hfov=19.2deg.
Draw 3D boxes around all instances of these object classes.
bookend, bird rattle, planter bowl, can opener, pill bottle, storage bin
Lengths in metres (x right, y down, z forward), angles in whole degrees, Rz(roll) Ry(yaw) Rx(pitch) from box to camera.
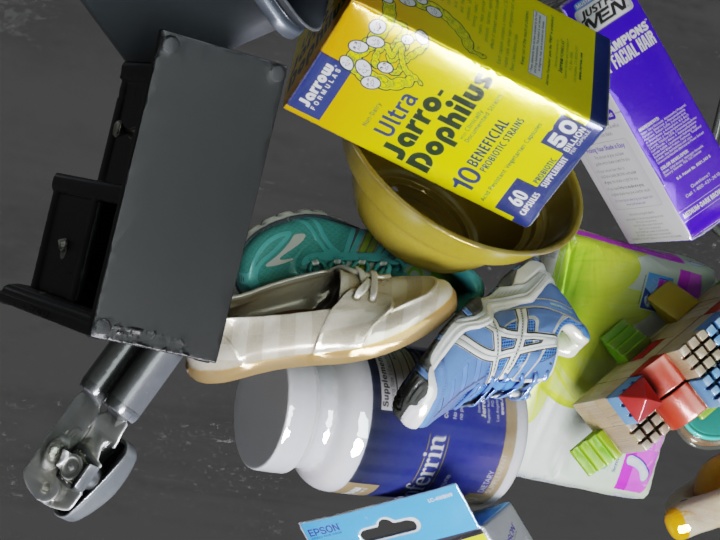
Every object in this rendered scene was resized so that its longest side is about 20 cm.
[{"bbox_3d":[-0.151,-0.055,1.436,0.092,0.199,0.201,14,90,-27],"label":"bookend"},{"bbox_3d":[0.323,0.163,1.735,0.163,0.200,0.113,-22,101,20],"label":"bird rattle"},{"bbox_3d":[0.057,-0.059,1.563,0.200,0.201,0.084,12,131,-27],"label":"planter bowl"},{"bbox_3d":[-0.168,0.090,1.544,0.200,0.053,0.067,-54,149,-6],"label":"can opener"},{"bbox_3d":[0.014,0.111,1.589,0.199,0.116,0.116,9,98,-26],"label":"pill bottle"},{"bbox_3d":[-0.130,-0.234,1.438,0.134,0.146,0.200,-25,117,21],"label":"storage bin"}]

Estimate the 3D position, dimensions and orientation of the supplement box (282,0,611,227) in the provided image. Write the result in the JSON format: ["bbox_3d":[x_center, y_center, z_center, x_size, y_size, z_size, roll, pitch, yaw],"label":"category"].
[{"bbox_3d":[0.062,-0.138,1.490,0.199,0.110,0.109,25,129,-13],"label":"supplement box"}]

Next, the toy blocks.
[{"bbox_3d":[0.248,0.068,1.586,0.200,0.137,0.100,-39,93,-15],"label":"toy blocks"}]

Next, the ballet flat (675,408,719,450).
[{"bbox_3d":[0.311,0.092,1.730,0.068,0.068,0.200,46,56,10],"label":"ballet flat"}]

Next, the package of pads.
[{"bbox_3d":[0.179,0.072,1.684,0.154,0.068,0.201,13,95,-27],"label":"package of pads"}]

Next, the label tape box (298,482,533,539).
[{"bbox_3d":[0.064,0.236,1.626,0.143,0.066,0.200,-18,115,27],"label":"label tape box"}]

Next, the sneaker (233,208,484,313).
[{"bbox_3d":[0.000,0.000,1.577,0.199,0.080,0.078,3,100,-25],"label":"sneaker"}]

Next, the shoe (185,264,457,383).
[{"bbox_3d":[-0.030,0.031,1.506,0.199,0.070,0.054,-13,117,-2],"label":"shoe"}]

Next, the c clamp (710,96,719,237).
[{"bbox_3d":[0.361,-0.110,1.752,0.170,0.027,0.201,17,93,-28],"label":"c clamp"}]

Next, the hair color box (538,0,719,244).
[{"bbox_3d":[0.199,-0.120,1.603,0.065,0.109,0.200,-35,100,-16],"label":"hair color box"}]

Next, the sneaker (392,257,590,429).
[{"bbox_3d":[0.098,0.061,1.544,0.077,0.076,0.200,45,47,9],"label":"sneaker"}]
